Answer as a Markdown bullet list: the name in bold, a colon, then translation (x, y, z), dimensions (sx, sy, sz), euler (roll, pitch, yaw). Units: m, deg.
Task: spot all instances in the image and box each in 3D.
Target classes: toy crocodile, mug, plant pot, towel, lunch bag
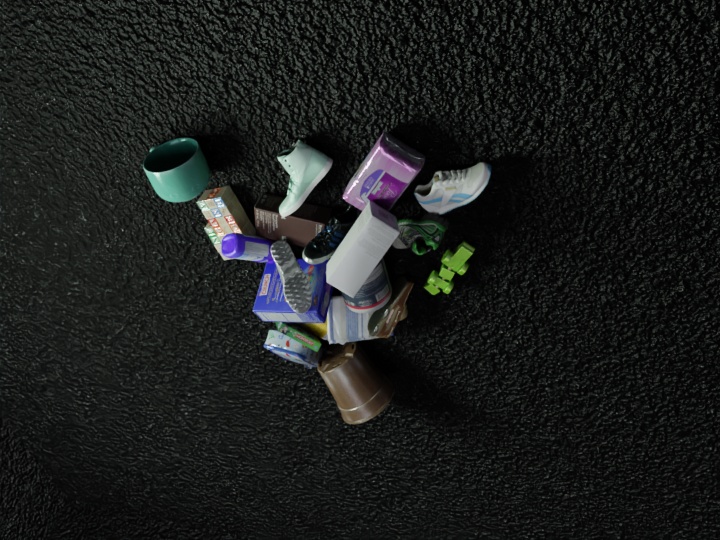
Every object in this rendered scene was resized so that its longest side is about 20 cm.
- **toy crocodile**: translation (0.232, -0.004, 1.618), dimensions (0.067, 0.062, 0.201), euler (27, 130, -6)
- **mug**: translation (-0.464, -0.258, 1.587), dimensions (0.150, 0.186, 0.115), euler (-16, 131, 2)
- **plant pot**: translation (-0.026, 0.338, 1.938), dimensions (0.198, 0.201, 0.199), euler (-20, 115, 33)
- **towel**: translation (-0.001, 0.134, 1.773), dimensions (0.196, 0.024, 0.149), euler (-5, 111, -8)
- **lunch bag**: translation (-0.211, 0.248, 1.940), dimensions (0.158, 0.077, 0.200), euler (10, 163, 19)

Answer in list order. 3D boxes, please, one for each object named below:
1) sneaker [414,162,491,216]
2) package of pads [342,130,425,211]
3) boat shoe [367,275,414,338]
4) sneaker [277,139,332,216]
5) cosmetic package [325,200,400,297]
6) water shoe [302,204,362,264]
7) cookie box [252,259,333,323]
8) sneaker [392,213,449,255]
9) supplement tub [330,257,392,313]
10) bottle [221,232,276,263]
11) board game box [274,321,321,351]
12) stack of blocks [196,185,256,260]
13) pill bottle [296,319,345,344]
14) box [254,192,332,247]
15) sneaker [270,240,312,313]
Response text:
- **sneaker**: translation (0.213, -0.196, 1.428), dimensions (0.199, 0.077, 0.081), euler (-28, 125, 37)
- **package of pads**: translation (0.055, -0.222, 1.465), dimensions (0.119, 0.076, 0.200), euler (30, 134, -9)
- **boat shoe**: translation (0.095, 0.107, 1.734), dimensions (0.073, 0.076, 0.201), euler (22, 114, -24)
- **sneaker**: translation (-0.171, -0.233, 1.526), dimensions (0.117, 0.074, 0.201), euler (33, 118, -19)
- **cosmetic package**: translation (0.002, -0.051, 1.470), dimensions (0.084, 0.108, 0.201), euler (29, 112, -16)
- **water shoe**: translation (-0.073, -0.098, 1.553), dimensions (0.071, 0.200, 0.080), euler (34, 151, 29)
- **cookie box**: translation (-0.183, 0.056, 1.732), dimensions (0.197, 0.173, 0.075), euler (0, 149, 20)
- **sneaker**: translation (0.133, -0.081, 1.533), dimensions (0.077, 0.086, 0.199), euler (32, 160, -22)
- **supplement tub**: translation (0.000, 0.000, 1.642), dimensions (0.138, 0.141, 0.202), euler (-1, 130, 21)
- **bottle**: translation (-0.280, -0.057, 1.678), dimensions (0.083, 0.067, 0.198), euler (-6, 171, 40)
- **board game box**: translation (-0.194, 0.172, 1.844), dimensions (0.133, 0.200, 0.029), euler (30, 93, -17)
- **stack of blocks**: translation (-0.373, -0.130, 1.717), dimensions (0.113, 0.059, 0.202), euler (-7, 128, 26)
- **pill bottle**: translation (-0.118, 0.136, 1.831), dimensions (0.198, 0.112, 0.112), euler (30, 134, -8)
- **box**: translation (-0.179, -0.128, 1.640), dimensions (0.197, 0.076, 0.101), euler (12, 134, 7)
- **sneaker**: translation (-0.177, 0.017, 1.650), dimensions (0.074, 0.082, 0.203), euler (-19, 84, -1)
